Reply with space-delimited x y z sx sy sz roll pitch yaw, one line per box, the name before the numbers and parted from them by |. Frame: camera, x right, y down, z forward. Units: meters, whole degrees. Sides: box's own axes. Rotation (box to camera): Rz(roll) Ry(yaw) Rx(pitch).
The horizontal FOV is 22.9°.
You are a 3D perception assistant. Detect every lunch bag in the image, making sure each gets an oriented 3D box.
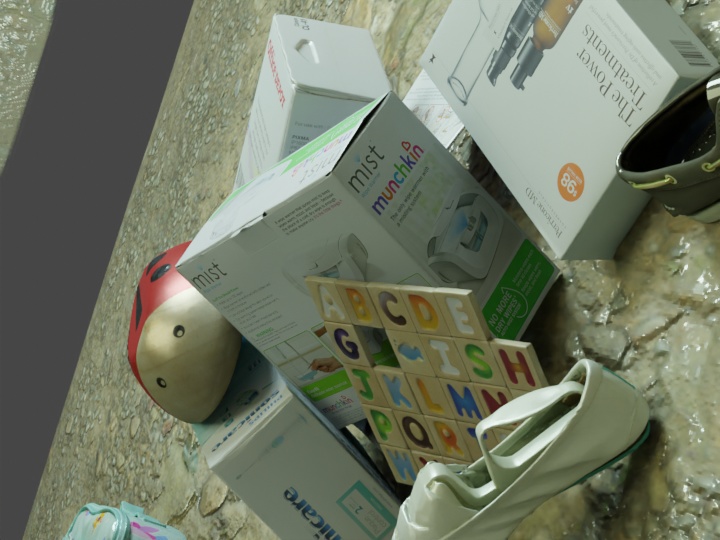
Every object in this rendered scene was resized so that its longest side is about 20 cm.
lunch bag | -0.197 0.255 1.355 0.200 0.077 0.161 165 121 -69

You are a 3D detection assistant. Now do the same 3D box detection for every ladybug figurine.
ladybug figurine | -0.136 0.040 1.358 0.200 0.072 0.136 -119 45 -72

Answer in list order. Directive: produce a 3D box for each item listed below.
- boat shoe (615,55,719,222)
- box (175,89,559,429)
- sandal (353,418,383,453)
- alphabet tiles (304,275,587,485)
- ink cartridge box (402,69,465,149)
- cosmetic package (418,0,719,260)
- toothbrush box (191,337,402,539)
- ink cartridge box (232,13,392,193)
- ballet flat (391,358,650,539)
boat shoe | 0.209 -0.085 0.952 0.202 0.060 0.072 137 147 -59
box | 0.000 0.000 1.229 0.200 0.176 0.097 -29 21 49
sandal | 0.022 0.105 1.349 0.043 0.076 0.200 -64 27 3
alphabet tiles | 0.056 0.081 1.130 0.008 0.167 0.200 -36 24 -30
ink cartridge box | 0.078 -0.126 1.361 0.176 0.045 0.200 -56 16 -5
cosmetic package | 0.130 -0.128 1.134 0.200 0.052 0.151 58 136 35
toothbrush box | -0.054 0.142 1.376 0.085 0.146 0.200 -42 17 0
ink cartridge box | -0.042 -0.077 1.382 0.148 0.085 0.200 -107 29 -58
ballet flat | 0.073 0.121 1.021 0.200 0.069 0.069 -39 23 6
